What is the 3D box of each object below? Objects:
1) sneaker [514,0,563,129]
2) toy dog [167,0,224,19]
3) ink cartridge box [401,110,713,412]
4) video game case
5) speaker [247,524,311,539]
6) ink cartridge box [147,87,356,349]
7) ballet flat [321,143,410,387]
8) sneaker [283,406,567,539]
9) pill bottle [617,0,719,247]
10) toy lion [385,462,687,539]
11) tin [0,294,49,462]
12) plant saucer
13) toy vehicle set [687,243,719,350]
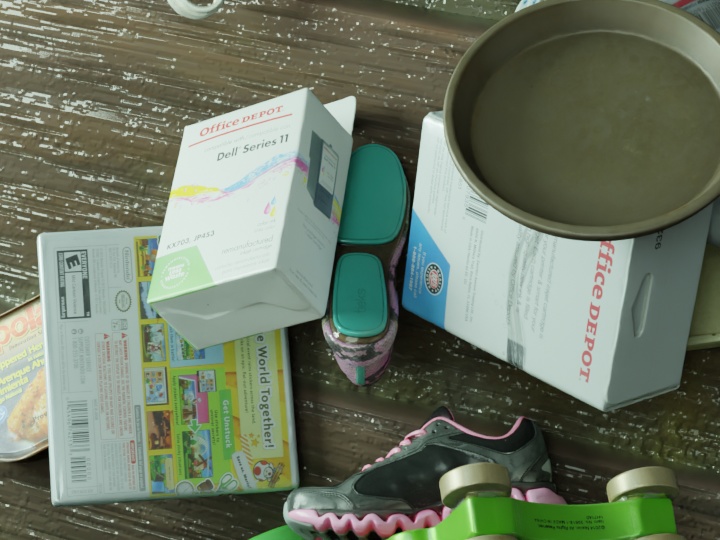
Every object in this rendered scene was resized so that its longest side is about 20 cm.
[{"bbox_3d":[0.124,-0.149,1.533,0.074,0.200,0.087,11,117,-2],"label":"sneaker"},{"bbox_3d":[-0.143,-0.287,1.725,0.200,0.096,0.132,40,93,5],"label":"toy dog"},{"bbox_3d":[0.129,-0.013,1.516,0.199,0.083,0.146,27,118,42],"label":"ink cartridge box"},{"bbox_3d":[-0.142,0.067,1.653,0.180,0.023,0.202,-3,79,-7],"label":"video game case"},{"bbox_3d":[-0.033,0.284,1.585,0.088,0.088,0.201,-27,74,13],"label":"speaker"},{"bbox_3d":[-0.075,-0.054,1.610,0.116,0.067,0.201,-15,48,29],"label":"ink cartridge box"},{"bbox_3d":[0.000,0.000,1.616,0.068,0.072,0.201,3,47,-2],"label":"ballet flat"},{"bbox_3d":[0.043,0.145,1.579,0.198,0.079,0.096,-4,71,-3],"label":"sneaker"},{"bbox_3d":[0.248,-0.088,1.505,0.108,0.109,0.201,-34,72,11],"label":"pill bottle"},{"bbox_3d":[0.097,0.196,1.521,0.198,0.192,0.069,2,63,-21],"label":"toy lion"},{"bbox_3d":[-0.224,0.071,1.711,0.199,0.042,0.113,-26,78,13],"label":"tin"},{"bbox_3d":[0.151,-0.094,1.424,0.198,0.030,0.201,-4,53,5],"label":"plant saucer"},{"bbox_3d":[0.229,-0.046,1.577,0.123,0.026,0.202,-7,79,18],"label":"toy vehicle set"}]
